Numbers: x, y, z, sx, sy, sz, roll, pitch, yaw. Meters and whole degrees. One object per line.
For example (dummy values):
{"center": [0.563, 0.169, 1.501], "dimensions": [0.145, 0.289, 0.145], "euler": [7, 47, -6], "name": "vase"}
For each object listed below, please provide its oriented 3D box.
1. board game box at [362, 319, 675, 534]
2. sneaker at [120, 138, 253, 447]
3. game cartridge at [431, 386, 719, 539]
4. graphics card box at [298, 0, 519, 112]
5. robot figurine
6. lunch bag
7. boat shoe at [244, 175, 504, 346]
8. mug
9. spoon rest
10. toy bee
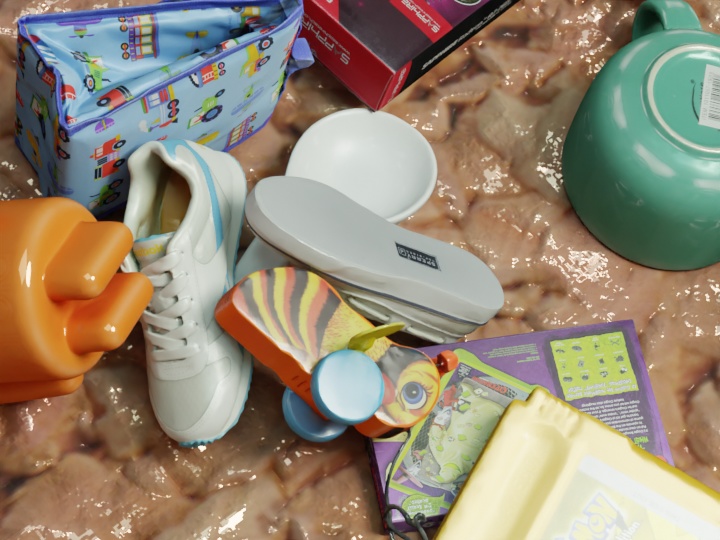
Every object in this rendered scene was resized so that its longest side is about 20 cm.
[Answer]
{"center": [0.101, 0.103, 1.461], "dimensions": [0.200, 0.032, 0.120], "euler": [-7, 61, -13], "name": "board game box"}
{"center": [-0.119, 0.014, 1.412], "dimensions": [0.076, 0.081, 0.200], "euler": [-10, 76, 29], "name": "sneaker"}
{"center": [0.149, 0.193, 1.403], "dimensions": [0.200, 0.032, 0.176], "euler": [31, 70, -1], "name": "game cartridge"}
{"center": [0.036, -0.214, 1.580], "dimensions": [0.125, 0.051, 0.200], "euler": [43, 55, 13], "name": "graphics card box"}
{"center": [-0.232, 0.012, 1.368], "dimensions": [0.200, 0.144, 0.117], "euler": [-4, 72, 24], "name": "robot figurine"}
{"center": [-0.122, -0.119, 1.461], "dimensions": [0.200, 0.151, 0.094], "euler": [-18, 68, -18], "name": "lunch bag"}
{"center": [0.000, 0.000, 1.435], "dimensions": [0.200, 0.066, 0.072], "euler": [19, 39, -35], "name": "boat shoe"}
{"center": [0.218, -0.104, 1.536], "dimensions": [0.152, 0.114, 0.185], "euler": [-31, 73, -22], "name": "mug"}
{"center": [-0.026, -0.037, 1.487], "dimensions": [0.099, 0.061, 0.200], "euler": [33, 64, 15], "name": "spoon rest"}
{"center": [0.002, 0.070, 1.400], "dimensions": [0.109, 0.131, 0.200], "euler": [-39, 113, -30], "name": "toy bee"}
